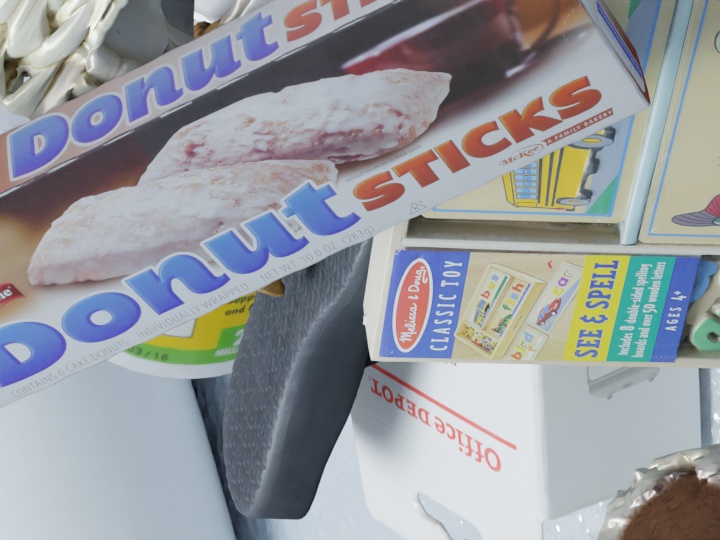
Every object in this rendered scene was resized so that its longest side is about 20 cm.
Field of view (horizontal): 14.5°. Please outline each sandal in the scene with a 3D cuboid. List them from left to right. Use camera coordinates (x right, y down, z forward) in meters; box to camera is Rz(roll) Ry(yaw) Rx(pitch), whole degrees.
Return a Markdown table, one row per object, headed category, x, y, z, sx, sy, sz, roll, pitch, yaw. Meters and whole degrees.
| category | x | y | z | sx | sy | sz | roll | pitch | yaw |
| --- | --- | --- | --- | --- | --- | --- | --- | --- | --- |
| sandal | 0.000 | 0.000 | 0.873 | 0.200 | 0.043 | 0.076 | 113 | 154 | -48 |

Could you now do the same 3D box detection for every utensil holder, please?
| category | x | y | z | sx | sy | sz | roll | pitch | yaw |
| --- | --- | --- | --- | --- | --- | --- | --- | --- | --- |
| utensil holder | -0.146 | 0.071 | 1.198 | 0.170 | 0.170 | 0.201 | -3 | 107 | 61 |

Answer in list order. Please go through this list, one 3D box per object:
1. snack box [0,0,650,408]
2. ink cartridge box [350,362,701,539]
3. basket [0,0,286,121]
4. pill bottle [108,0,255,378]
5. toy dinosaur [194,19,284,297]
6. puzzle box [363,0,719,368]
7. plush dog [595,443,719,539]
| category | x | y | z | sx | sy | sz | roll | pitch | yaw |
| --- | --- | --- | --- | --- | --- | --- | --- | --- | --- |
| snack box | -0.030 | -0.028 | 0.726 | 0.072 | 0.200 | 0.024 | 50 | -159 | -45 |
| ink cartridge box | 0.048 | 0.000 | 0.904 | 0.116 | 0.067 | 0.201 | 30 | 130 | 52 |
| basket | -0.067 | -0.141 | 0.779 | 0.136 | 0.123 | 0.200 | -52 | 24 | 31 |
| pill bottle | -0.052 | -0.062 | 1.000 | 0.111 | 0.111 | 0.200 | 55 | 148 | 28 |
| toy dinosaur | -0.033 | -0.048 | 0.818 | 0.200 | 0.060 | 0.107 | -177 | 97 | -69 |
| puzzle box | 0.077 | -0.054 | 0.753 | 0.025 | 0.133 | 0.200 | -97 | 11 | -48 |
| plush dog | 0.164 | 0.116 | 0.691 | 0.160 | 0.199 | 0.172 | 36 | -138 | -81 |
